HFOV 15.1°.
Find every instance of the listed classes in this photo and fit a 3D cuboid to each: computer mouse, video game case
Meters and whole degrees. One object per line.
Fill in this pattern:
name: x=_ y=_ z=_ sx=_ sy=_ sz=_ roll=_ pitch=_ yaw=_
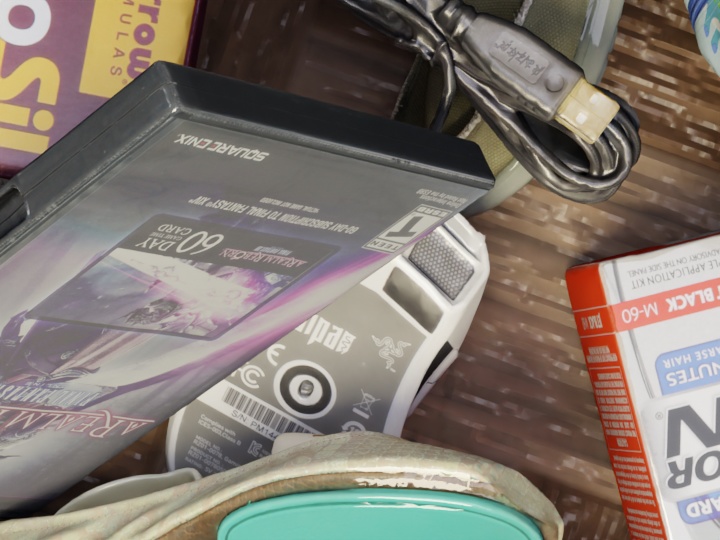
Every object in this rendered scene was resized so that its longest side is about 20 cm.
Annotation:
computer mouse: x=0.000 y=0.000 z=0.819 sx=0.110 sy=0.044 sz=0.200 roll=29 pitch=119 yaw=1
video game case: x=-0.077 y=0.014 z=0.752 sx=0.200 sy=0.143 sz=0.019 roll=-36 pitch=65 yaw=27

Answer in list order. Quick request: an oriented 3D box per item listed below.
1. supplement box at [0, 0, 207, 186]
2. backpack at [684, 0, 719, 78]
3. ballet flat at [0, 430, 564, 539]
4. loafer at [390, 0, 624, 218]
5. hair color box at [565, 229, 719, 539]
supplement box: x=-0.147 y=-0.087 z=0.817 sx=0.200 sy=0.086 sz=0.111 roll=10 pitch=86 yaw=-5
backpack: x=0.193 y=-0.111 z=0.822 sx=0.200 sy=0.163 sz=0.154 roll=-29 pitch=82 yaw=1
ballet flat: x=-0.037 y=0.076 z=0.804 sx=0.200 sy=0.062 sz=0.068 roll=-14 pitch=129 yaw=16
loafer: x=0.046 y=-0.111 z=0.815 sx=0.070 sy=0.075 sz=0.200 roll=14 pitch=109 yaw=-24
hair color box: x=0.144 y=0.082 z=0.847 sx=0.111 sy=0.064 sz=0.200 roll=-15 pitch=90 yaw=-6
